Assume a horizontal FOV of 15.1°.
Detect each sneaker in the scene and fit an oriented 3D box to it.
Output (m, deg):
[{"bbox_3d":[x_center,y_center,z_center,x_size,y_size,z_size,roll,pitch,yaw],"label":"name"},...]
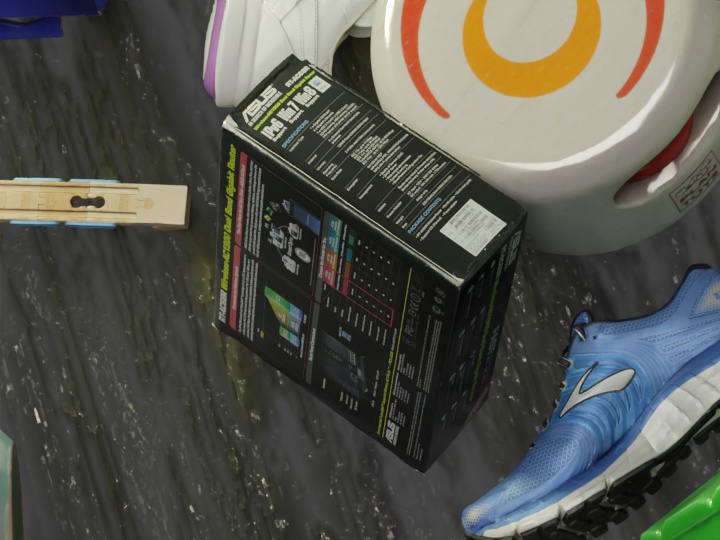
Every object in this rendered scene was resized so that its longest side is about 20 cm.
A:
[{"bbox_3d":[0.130,0.073,1.430,0.200,0.079,0.089,-40,68,1],"label":"sneaker"},{"bbox_3d":[-0.023,-0.180,1.505,0.099,0.075,0.200,13,88,-2],"label":"sneaker"}]

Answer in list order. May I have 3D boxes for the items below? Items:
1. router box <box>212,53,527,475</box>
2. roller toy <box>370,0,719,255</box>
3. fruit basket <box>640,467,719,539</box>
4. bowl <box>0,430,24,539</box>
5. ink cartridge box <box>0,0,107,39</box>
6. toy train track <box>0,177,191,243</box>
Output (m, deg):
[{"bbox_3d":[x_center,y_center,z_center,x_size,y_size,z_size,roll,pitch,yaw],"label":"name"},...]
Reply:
[{"bbox_3d":[0.000,0.000,1.407,0.150,0.200,0.062,34,61,15],"label":"router box"},{"bbox_3d":[0.108,-0.104,1.412,0.182,0.140,0.200,-5,73,18],"label":"roller toy"},{"bbox_3d":[0.274,0.157,1.361,0.215,0.156,0.216,10,64,-21],"label":"fruit basket"},{"bbox_3d":[-0.238,0.151,1.477,0.105,0.201,0.201,-2,84,-5],"label":"bowl"},{"bbox_3d":[-0.216,-0.210,1.508,0.136,0.200,0.076,0,55,20],"label":"ink cartridge box"},{"bbox_3d":[-0.193,-0.036,1.553,0.200,0.033,0.115,2,78,11],"label":"toy train track"}]
